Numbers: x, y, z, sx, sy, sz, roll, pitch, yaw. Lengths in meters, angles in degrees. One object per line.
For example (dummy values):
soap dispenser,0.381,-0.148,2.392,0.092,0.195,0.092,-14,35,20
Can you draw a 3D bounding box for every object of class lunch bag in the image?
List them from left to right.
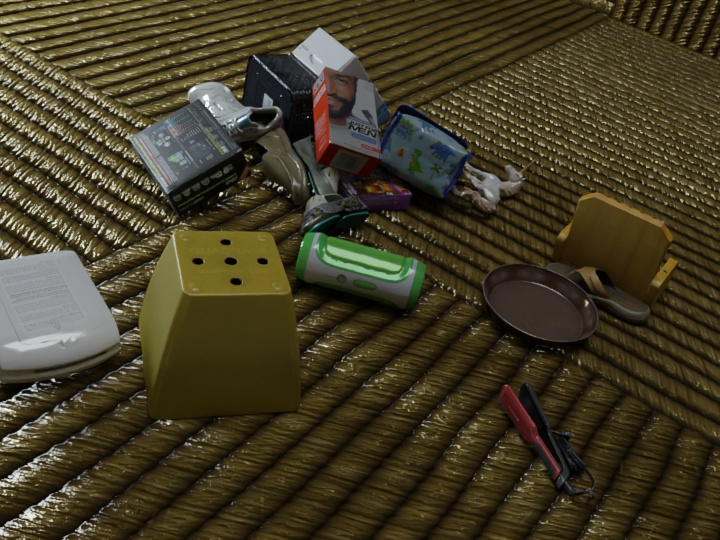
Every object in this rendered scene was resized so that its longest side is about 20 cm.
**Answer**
lunch bag,0.121,-0.238,1.634,0.169,0.128,0.200,31,10,-5

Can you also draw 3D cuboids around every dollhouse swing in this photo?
dollhouse swing,0.480,-0.063,1.493,0.199,0.177,0.181,29,36,23

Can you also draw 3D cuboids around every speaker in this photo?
speaker,0.000,0.000,1.314,0.199,0.089,0.089,15,35,1

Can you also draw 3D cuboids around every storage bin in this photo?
storage bin,-0.156,-0.349,1.695,0.093,0.136,0.200,-11,42,-32

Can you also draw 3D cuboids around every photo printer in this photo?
photo printer,-0.420,0.063,1.085,0.166,0.070,0.200,-13,44,-35

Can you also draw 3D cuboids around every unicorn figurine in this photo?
unicorn figurine,0.261,-0.175,1.673,0.137,0.074,0.201,28,50,-1

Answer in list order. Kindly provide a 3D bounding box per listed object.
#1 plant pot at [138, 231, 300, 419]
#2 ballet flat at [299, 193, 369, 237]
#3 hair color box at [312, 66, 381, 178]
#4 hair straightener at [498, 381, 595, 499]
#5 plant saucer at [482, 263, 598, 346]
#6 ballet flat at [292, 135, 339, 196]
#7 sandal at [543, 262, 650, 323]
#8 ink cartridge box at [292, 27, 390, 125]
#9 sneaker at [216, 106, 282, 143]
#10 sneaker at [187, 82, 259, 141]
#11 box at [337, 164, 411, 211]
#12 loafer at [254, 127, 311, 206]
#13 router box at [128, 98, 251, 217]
plant pot,-0.181,0.058,1.086,0.198,0.177,0.201,0,38,-20
ballet flat,-0.058,-0.099,1.419,0.072,0.072,0.200,30,23,21
hair color box,-0.028,-0.282,1.555,0.110,0.064,0.201,13,51,-26
hair straightener,0.270,0.231,1.127,0.076,0.041,0.200,-5,39,-25
plant saucer,0.298,0.062,1.377,0.199,0.035,0.201,10,36,-7
ballet flat,-0.074,-0.186,1.537,0.063,0.068,0.201,-28,50,1
sandal,0.423,0.028,1.454,0.199,0.054,0.080,25,36,15
ink cartridge box,-0.038,-0.398,1.751,0.084,0.200,0.145,-43,54,-1
sneaker,-0.238,-0.273,1.561,0.199,0.087,0.075,-25,91,-17
sneaker,-0.284,-0.321,1.663,0.199,0.075,0.099,31,37,21
box,-0.003,-0.186,1.610,0.136,0.039,0.200,-4,39,-26
loafer,-0.145,-0.186,1.533,0.067,0.076,0.201,-19,48,-9
router box,-0.303,-0.203,1.452,0.149,0.062,0.200,-31,49,-11
